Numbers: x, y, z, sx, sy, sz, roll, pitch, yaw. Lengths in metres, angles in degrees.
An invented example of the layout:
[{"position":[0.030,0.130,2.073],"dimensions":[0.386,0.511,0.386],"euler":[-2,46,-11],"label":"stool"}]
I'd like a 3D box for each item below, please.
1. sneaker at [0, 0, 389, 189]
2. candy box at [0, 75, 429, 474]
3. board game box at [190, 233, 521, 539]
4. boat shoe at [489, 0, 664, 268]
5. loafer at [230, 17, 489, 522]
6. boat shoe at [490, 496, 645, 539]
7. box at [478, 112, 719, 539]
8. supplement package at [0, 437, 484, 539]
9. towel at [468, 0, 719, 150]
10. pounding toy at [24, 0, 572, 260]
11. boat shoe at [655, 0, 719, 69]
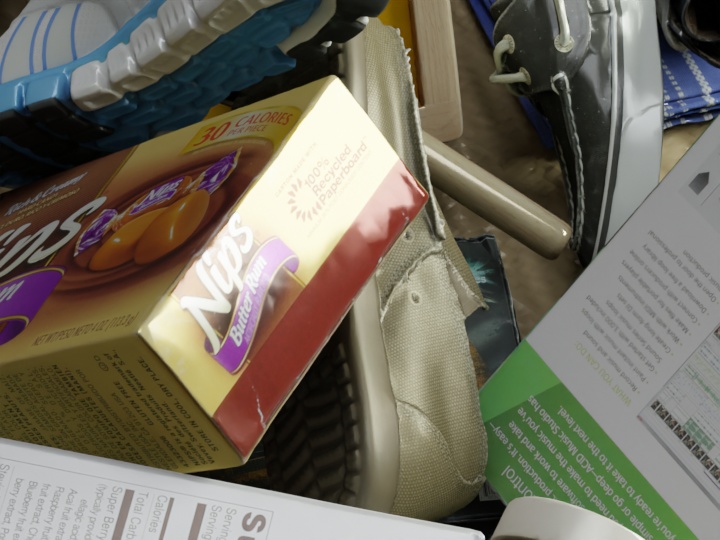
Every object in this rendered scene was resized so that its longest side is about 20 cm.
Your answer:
[{"position":[-0.076,-0.094,0.766],"dimensions":[0.199,0.075,0.087],"euler":[-26,66,30],"label":"sneaker"},{"position":[-0.083,0.013,0.716],"dimensions":[0.199,0.057,0.117],"euler":[-12,34,47],"label":"candy box"},{"position":[-0.038,0.050,0.814],"dimensions":[0.199,0.028,0.136],"euler":[-4,47,-3],"label":"board game box"},{"position":[0.082,-0.090,0.879],"dimensions":[0.063,0.071,0.201],"euler":[-1,77,-3],"label":"boat shoe"},{"position":[0.000,0.000,0.759],"dimensions":[0.067,0.076,0.201],"euler":[15,62,-38],"label":"loafer"},{"position":[0.083,0.144,0.632],"dimensions":[0.072,0.200,0.060],"euler":[7,55,39],"label":"boat shoe"},{"position":[0.135,0.030,0.709],"dimensions":[0.200,0.036,0.144],"euler":[-49,55,13],"label":"box"},{"position":[-0.069,0.130,0.660],"dimensions":[0.199,0.121,0.120],"euler":[10,67,8],"label":"supplement package"},{"position":[0.151,-0.117,0.980],"dimensions":[0.199,0.024,0.145],"euler":[-11,47,-14],"label":"towel"},{"position":[-0.034,-0.100,0.854],"dimensions":[0.183,0.201,0.142],"euler":[-9,10,-8],"label":"pounding toy"},{"position":[0.151,-0.107,0.873],"dimensions":[0.060,0.074,0.200],"euler":[-29,31,-20],"label":"boat shoe"}]
